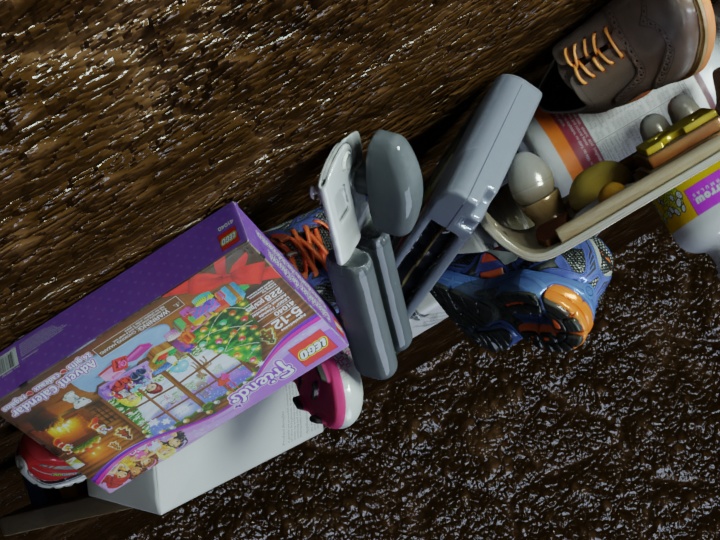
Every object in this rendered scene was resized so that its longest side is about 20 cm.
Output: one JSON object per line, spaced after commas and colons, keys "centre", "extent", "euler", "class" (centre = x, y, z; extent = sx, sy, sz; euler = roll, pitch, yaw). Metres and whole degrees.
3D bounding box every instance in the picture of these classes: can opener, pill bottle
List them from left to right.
{"centre": [0.009, -0.005, 1.050], "extent": [0.053, 0.066, 0.201], "euler": [-56, 152, -35], "class": "can opener"}
{"centre": [0.220, -0.121, 1.224], "extent": [0.199, 0.110, 0.110], "euler": [-31, 172, 0], "class": "pill bottle"}
{"centre": [0.279, -0.087, 1.323], "extent": [0.104, 0.201, 0.104], "euler": [-30, 172, -4], "class": "pill bottle"}

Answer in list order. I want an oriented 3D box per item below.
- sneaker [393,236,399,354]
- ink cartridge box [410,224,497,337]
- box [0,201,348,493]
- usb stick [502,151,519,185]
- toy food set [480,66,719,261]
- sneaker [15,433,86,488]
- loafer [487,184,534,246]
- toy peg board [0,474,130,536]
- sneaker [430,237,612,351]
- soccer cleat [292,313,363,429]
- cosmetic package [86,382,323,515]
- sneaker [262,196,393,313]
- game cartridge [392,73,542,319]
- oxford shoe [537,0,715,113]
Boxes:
{"centre": [0.000, 0.000, 1.320], "extent": [0.074, 0.085, 0.201], "euler": [-21, 148, -27], "class": "sneaker"}
{"centre": [0.037, 0.015, 1.482], "extent": [0.199, 0.085, 0.145], "euler": [-32, 172, 15], "class": "ink cartridge box"}
{"centre": [-0.124, 0.055, 1.049], "extent": [0.199, 0.039, 0.137], "euler": [-32, 139, 10], "class": "box"}
{"centre": [0.107, -0.084, 1.325], "extent": [0.199, 0.033, 0.055], "euler": [-32, 165, 12], "class": "usb stick"}
{"centre": [0.168, -0.078, 1.081], "extent": [0.199, 0.061, 0.144], "euler": [-31, -175, 5], "class": "toy food set"}
{"centre": [-0.187, 0.116, 1.328], "extent": [0.199, 0.077, 0.085], "euler": [-29, 166, -22], "class": "sneaker"}
{"centre": [0.144, -0.064, 1.461], "extent": [0.067, 0.076, 0.200], "euler": [-33, -178, 13], "class": "loafer"}
{"centre": [-0.208, 0.152, 1.486], "extent": [0.198, 0.099, 0.199], "euler": [-17, -179, 36], "class": "toy peg board"}
{"centre": [0.118, 0.011, 1.205], "extent": [0.079, 0.076, 0.199], "euler": [-47, -154, -20], "class": "sneaker"}
{"centre": [-0.023, 0.048, 1.209], "extent": [0.085, 0.071, 0.200], "euler": [-6, -152, -21], "class": "soccer cleat"}
{"centre": [-0.122, 0.104, 1.279], "extent": [0.084, 0.109, 0.199], "euler": [7, -163, 38], "class": "cosmetic package"}
{"centre": [-0.059, 0.005, 1.115], "extent": [0.199, 0.076, 0.079], "euler": [-30, 169, -17], "class": "sneaker"}
{"centre": [0.059, -0.044, 1.127], "extent": [0.134, 0.041, 0.200], "euler": [-58, -179, -36], "class": "game cartridge"}
{"centre": [0.171, -0.142, 1.064], "extent": [0.072, 0.072, 0.200], "euler": [-24, 171, -15], "class": "oxford shoe"}
